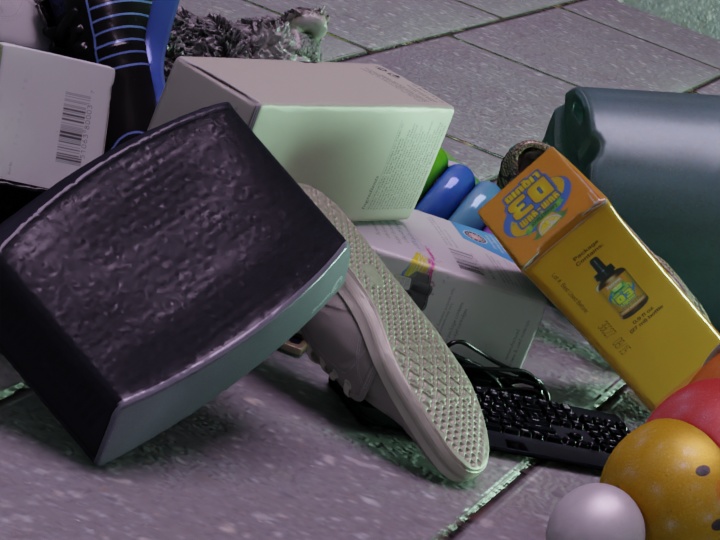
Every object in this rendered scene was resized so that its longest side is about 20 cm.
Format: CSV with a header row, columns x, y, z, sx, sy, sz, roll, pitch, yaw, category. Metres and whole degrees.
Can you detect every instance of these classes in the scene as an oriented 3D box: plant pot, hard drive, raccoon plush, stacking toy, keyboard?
x,y,z,sx,sy,sz,roll,pitch,yaw,category
0.232,-0.044,2.020,0.196,0.201,0.200,8,16,-12,plant pot
-0.099,-0.002,1.436,0.135,0.042,0.200,50,48,4,hard drive
-0.108,-0.158,1.784,0.200,0.134,0.097,53,-31,-9,raccoon plush
0.027,-0.055,1.859,0.200,0.085,0.085,39,15,0,stacking toy
0.174,0.120,1.496,0.200,0.146,0.146,-19,37,-39,stacking toy
0.075,0.071,1.656,0.200,0.040,0.104,13,16,-27,keyboard

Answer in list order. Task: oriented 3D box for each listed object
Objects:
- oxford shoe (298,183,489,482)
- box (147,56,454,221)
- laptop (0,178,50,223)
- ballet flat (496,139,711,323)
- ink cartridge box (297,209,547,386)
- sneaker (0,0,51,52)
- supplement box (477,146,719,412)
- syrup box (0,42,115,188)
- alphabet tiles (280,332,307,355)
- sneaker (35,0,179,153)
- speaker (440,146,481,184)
x,y,z,sx,sy,sz,roll,pitch,yaw,category
0.003,0.041,1.584,0.200,0.058,0.075,54,21,22,oxford shoe
-0.036,-0.075,1.666,0.068,0.082,0.200,32,18,30,box
-0.161,-0.030,1.574,0.177,0.200,0.104,10,60,-27,laptop
0.160,-0.007,1.886,0.200,0.068,0.075,50,-7,12,ballet flat
0.000,0.000,1.739,0.200,0.068,0.115,17,16,-18,ink cartridge box
-0.232,-0.161,1.663,0.076,0.081,0.200,4,-6,32,sneaker
0.152,0.009,1.748,0.200,0.067,0.069,45,6,-48,supplement box
-0.232,-0.084,1.618,0.081,0.079,0.200,10,-4,-41,syrup box
-0.117,0.003,1.724,0.200,0.006,0.166,21,14,6,alphabet tiles
-0.154,-0.126,1.669,0.078,0.200,0.070,24,-34,-29,sneaker
0.023,-0.062,1.999,0.088,0.089,0.200,13,15,-25,speaker
